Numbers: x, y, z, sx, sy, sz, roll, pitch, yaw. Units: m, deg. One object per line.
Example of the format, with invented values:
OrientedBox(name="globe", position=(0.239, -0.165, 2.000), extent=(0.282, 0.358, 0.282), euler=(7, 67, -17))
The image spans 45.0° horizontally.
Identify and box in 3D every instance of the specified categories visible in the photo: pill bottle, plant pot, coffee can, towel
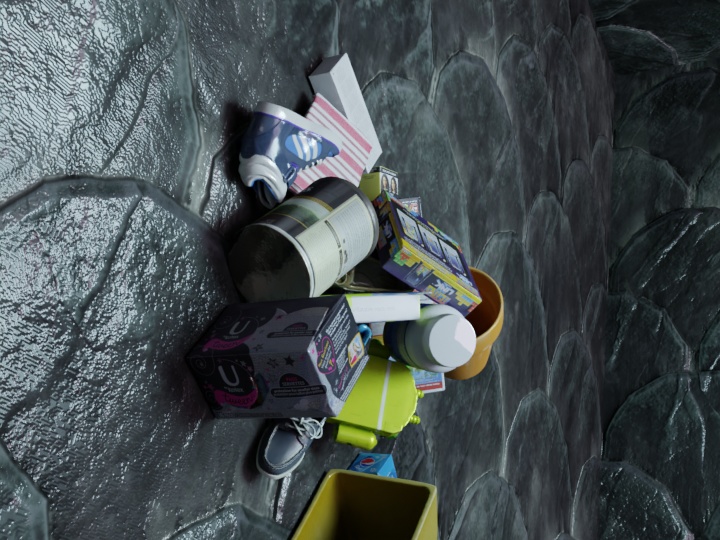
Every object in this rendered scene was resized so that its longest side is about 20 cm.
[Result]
OrientedBox(name="pill bottle", position=(0.116, 0.111, 1.445), extent=(0.111, 0.200, 0.113), euler=(0, 88, -16))
OrientedBox(name="plant pot", position=(0.019, 0.471, 1.398), extent=(0.195, 0.193, 0.202), euler=(-56, 141, -49))
OrientedBox(name="coffee can", position=(-0.081, -0.038, 1.305), extent=(0.200, 0.145, 0.148), euler=(-40, 121, -50))
OrientedBox(name="towel", position=(-0.060, -0.186, 1.466), extent=(0.146, 0.030, 0.201), euler=(41, 52, -29))
OrientedBox(name="plant pot", position=(0.197, 0.124, 1.794), extent=(0.184, 0.198, 0.202), euler=(76, 25, -50))

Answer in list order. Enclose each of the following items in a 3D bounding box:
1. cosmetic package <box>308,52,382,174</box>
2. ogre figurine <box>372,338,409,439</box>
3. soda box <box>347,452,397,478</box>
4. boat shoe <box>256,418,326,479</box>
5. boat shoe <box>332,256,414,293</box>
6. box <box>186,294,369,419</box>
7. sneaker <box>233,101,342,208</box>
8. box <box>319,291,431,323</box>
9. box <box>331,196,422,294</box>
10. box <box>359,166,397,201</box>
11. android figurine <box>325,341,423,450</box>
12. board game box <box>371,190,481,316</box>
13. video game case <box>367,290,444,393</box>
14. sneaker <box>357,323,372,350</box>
OrientedBox(name="cosmetic package", position=(-0.026, -0.278, 1.565), extent=(0.201, 0.050, 0.083), euler=(68, 30, -29))
OrientedBox(name="ogre figurine", position=(0.031, 0.193, 1.540), extent=(0.200, 0.098, 0.120), euler=(47, 17, 18))
OrientedBox(name="soda box", position=(0.037, 0.430, 1.553), extent=(0.064, 0.067, 0.202), euler=(-41, 121, -56))
OrientedBox(name="boat shoe", position=(-0.089, 0.229, 1.315), extent=(0.200, 0.075, 0.062), euler=(-45, 170, -45))
OrientedBox(name="boat shoe", position=(0.000, 0.003, 1.468), extent=(0.199, 0.063, 0.074), euler=(21, 79, -29))
OrientedBox(name="box", position=(-0.112, 0.119, 1.187), extent=(0.132, 0.198, 0.116), euler=(-56, 132, -50))
OrientedBox(name="sneaker", position=(-0.114, -0.163, 1.349), extent=(0.199, 0.080, 0.148), euler=(19, 86, -56))
OrientedBox(name="box", position=(0.002, 0.060, 1.393), extent=(0.198, 0.122, 0.048), euler=(-1, 87, -23))
OrientedBox(name="box", position=(0.030, -0.044, 1.561), extent=(0.198, 0.049, 0.163), euler=(-8, 96, -37))
OrientedBox(name="box", position=(0.036, -0.090, 1.648), extent=(0.075, 0.050, 0.202), euler=(12, 77, -59))
OrientedBox(name="android figurine", position=(0.010, 0.203, 1.440), extent=(0.041, 0.198, 0.184), euler=(126, -25, -62))
OrientedBox(name="board game box", position=(0.107, -0.027, 1.496), extent=(0.199, 0.057, 0.166), euler=(33, 27, -31))
OrientedBox(name="video game case", position=(0.084, 0.135, 1.642), extent=(0.141, 0.017, 0.202), euler=(-5, 90, -17))
OrientedBox(name="sneaker", position=(-0.064, 0.135, 1.311), extent=(0.199, 0.082, 0.073), euler=(-27, 68, -41))
